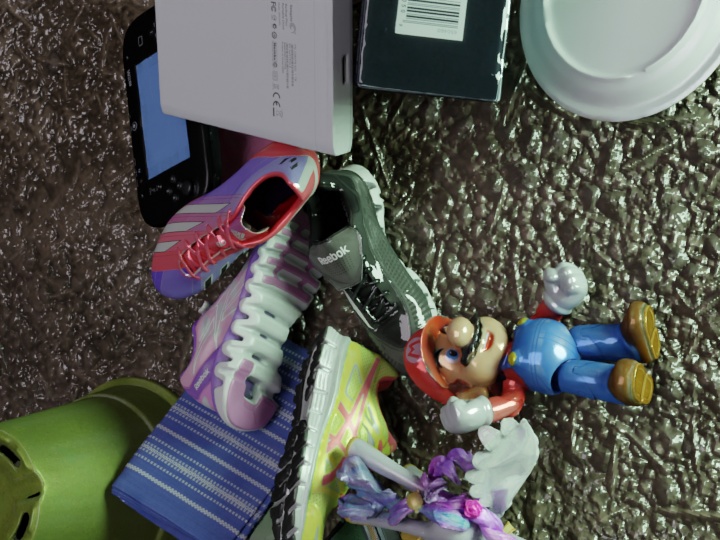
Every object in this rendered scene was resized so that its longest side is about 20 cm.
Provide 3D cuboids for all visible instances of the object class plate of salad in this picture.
[{"bbox_3d":[0.212,-0.210,1.132,0.199,0.048,0.202,-10,74,37],"label":"plate of salad"}]

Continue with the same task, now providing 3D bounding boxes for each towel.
[{"bbox_3d":[-0.107,0.145,1.270,0.144,0.024,0.200,24,64,31],"label":"towel"}]

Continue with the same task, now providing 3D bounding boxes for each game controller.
[{"bbox_3d":[-0.170,-0.141,1.309,0.104,0.042,0.202,-18,72,34],"label":"game controller"}]

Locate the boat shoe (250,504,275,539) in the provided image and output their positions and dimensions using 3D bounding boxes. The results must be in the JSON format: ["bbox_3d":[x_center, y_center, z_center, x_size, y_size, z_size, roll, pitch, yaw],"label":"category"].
[{"bbox_3d":[-0.113,0.231,1.304,0.201,0.073,0.060,-63,23,6],"label":"boat shoe"}]

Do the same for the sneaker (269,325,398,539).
[{"bbox_3d":[-0.014,0.147,1.198,0.078,0.090,0.201,137,150,-63],"label":"sneaker"}]

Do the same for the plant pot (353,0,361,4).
[{"bbox_3d":[-0.074,-0.347,1.243,0.198,0.200,0.202,30,103,37],"label":"plant pot"}]

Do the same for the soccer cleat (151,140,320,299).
[{"bbox_3d":[-0.110,-0.035,1.223,0.067,0.077,0.200,42,117,-19],"label":"soccer cleat"}]

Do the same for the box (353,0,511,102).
[{"bbox_3d":[0.054,-0.209,1.123,0.106,0.200,0.150,6,98,-2],"label":"box"}]

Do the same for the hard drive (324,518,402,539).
[{"bbox_3d":[-0.022,0.307,1.220,0.200,0.038,0.140,-53,41,26],"label":"hard drive"}]

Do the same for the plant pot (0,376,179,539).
[{"bbox_3d":[-0.266,0.198,1.327,0.199,0.189,0.202,-2,87,31],"label":"plant pot"}]

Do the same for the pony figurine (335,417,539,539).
[{"bbox_3d":[0.077,0.191,1.115,0.199,0.193,0.168,19,80,33],"label":"pony figurine"}]

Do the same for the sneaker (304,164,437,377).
[{"bbox_3d":[0.000,0.000,1.228,0.066,0.090,0.201,-32,71,27],"label":"sneaker"}]

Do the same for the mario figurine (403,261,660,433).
[{"bbox_3d":[0.121,0.060,1.134,0.198,0.123,0.107,-4,106,27],"label":"mario figurine"}]

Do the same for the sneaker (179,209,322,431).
[{"bbox_3d":[-0.100,0.036,1.275,0.088,0.080,0.201,6,69,41],"label":"sneaker"}]

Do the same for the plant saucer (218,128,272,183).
[{"bbox_3d":[-0.108,-0.132,1.318,0.199,0.051,0.202,-5,81,37],"label":"plant saucer"}]

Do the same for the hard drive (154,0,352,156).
[{"bbox_3d":[-0.088,-0.175,1.182,0.199,0.027,0.133,17,116,37],"label":"hard drive"}]
